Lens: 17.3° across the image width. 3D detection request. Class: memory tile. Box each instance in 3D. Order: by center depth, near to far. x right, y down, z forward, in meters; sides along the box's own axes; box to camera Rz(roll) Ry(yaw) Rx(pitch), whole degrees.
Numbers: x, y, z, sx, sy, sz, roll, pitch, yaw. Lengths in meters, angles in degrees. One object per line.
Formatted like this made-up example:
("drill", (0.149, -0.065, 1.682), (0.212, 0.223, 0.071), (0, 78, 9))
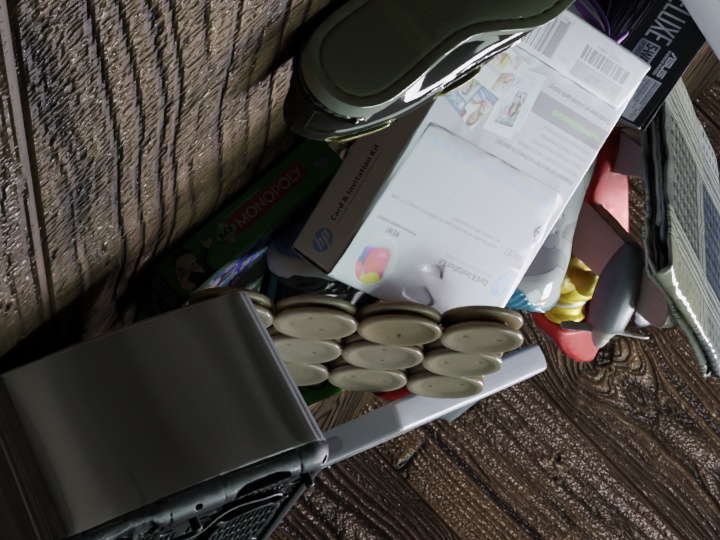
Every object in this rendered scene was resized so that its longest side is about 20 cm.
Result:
("memory tile", (-0.011, 0.044, 1.427), (0.153, 0.199, 0.017), (116, -22, -69))

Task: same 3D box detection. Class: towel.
("towel", (0.227, -0.043, 1.707), (0.034, 0.193, 0.200), (-7, 152, 18))

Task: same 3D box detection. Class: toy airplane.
("toy airplane", (0.158, -0.029, 1.809), (0.141, 0.200, 0.200), (-21, 177, -20))

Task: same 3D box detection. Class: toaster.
("toaster", (-0.129, 0.113, 1.329), (0.180, 0.119, 0.200), (-21, 164, -23))

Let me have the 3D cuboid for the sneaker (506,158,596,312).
("sneaker", (0.113, -0.048, 1.586), (0.200, 0.076, 0.081), (-71, 175, -52))

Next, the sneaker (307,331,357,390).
("sneaker", (0.017, 0.000, 1.673), (0.200, 0.114, 0.075), (-37, -143, -2))

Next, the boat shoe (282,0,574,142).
("boat shoe", (0.040, -0.131, 1.239), (0.201, 0.072, 0.061), (-32, 173, -31))

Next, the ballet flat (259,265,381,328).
("ballet flat", (0.000, 0.000, 1.539), (0.068, 0.069, 0.200), (3, -170, 28))

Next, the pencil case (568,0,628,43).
("pencil case", (0.079, -0.110, 1.532), (0.200, 0.085, 0.084), (-50, 173, 38))

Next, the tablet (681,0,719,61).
("tablet", (0.240, -0.205, 1.429), (0.130, 0.200, 0.014), (-20, -139, 24))

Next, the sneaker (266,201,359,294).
("sneaker", (0.022, -0.050, 1.452), (0.200, 0.076, 0.077), (-29, 132, -30))

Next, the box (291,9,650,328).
("box", (0.068, -0.068, 1.394), (0.156, 0.041, 0.200), (24, 98, -48))

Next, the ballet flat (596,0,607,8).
("ballet flat", (0.156, -0.209, 1.538), (0.200, 0.067, 0.046), (120, -16, -69))

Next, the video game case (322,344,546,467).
("video game case", (0.008, 0.108, 1.616), (0.182, 0.024, 0.200), (-26, 175, 34))

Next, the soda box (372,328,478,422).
("soda box", (0.061, 0.005, 1.765), (0.063, 0.070, 0.200), (-40, -143, 50))

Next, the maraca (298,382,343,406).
("maraca", (-0.096, 0.110, 1.716), (0.200, 0.107, 0.137), (-27, -163, -36))

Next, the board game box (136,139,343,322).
("board game box", (-0.083, -0.001, 1.488), (0.135, 0.029, 0.200), (-42, 173, -21))

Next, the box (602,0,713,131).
("box", (0.218, -0.213, 1.550), (0.200, 0.050, 0.158), (-58, -169, 42))
